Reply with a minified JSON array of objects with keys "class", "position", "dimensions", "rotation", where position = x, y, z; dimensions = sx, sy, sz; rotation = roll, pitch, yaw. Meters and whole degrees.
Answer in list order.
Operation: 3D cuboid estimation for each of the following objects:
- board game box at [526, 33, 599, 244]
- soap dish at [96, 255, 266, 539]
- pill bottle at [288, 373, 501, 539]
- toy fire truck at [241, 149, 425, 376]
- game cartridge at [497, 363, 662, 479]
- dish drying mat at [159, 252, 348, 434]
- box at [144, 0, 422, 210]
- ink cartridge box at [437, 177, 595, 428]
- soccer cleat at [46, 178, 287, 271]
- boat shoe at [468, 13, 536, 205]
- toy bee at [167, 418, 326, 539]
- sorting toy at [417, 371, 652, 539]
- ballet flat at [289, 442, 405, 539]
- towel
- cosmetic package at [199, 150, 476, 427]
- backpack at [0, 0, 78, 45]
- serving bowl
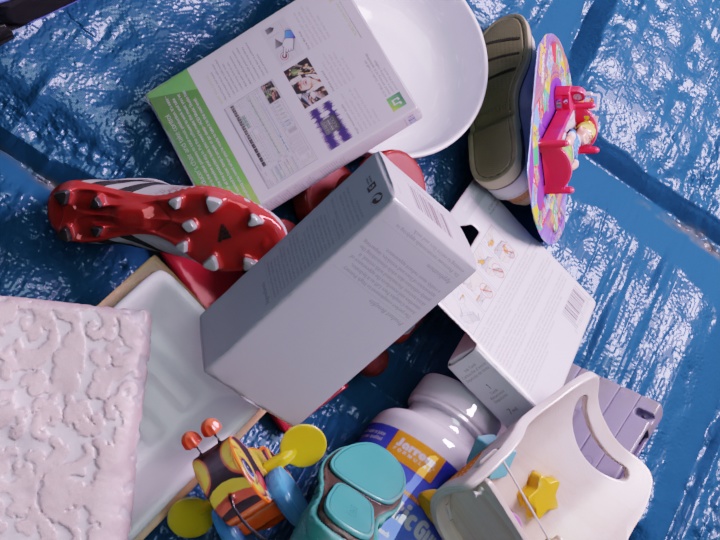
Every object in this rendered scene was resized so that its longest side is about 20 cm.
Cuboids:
[{"class":"board game box","position":[0.200,-0.126,1.055],"dimensions":[0.039,0.158,0.201],"rotation":[1,77,23]},{"class":"soap dish","position":[-0.186,0.112,0.891],"dimensions":[0.157,0.081,0.200],"rotation":[47,67,-6]},{"class":"pill bottle","position":[0.035,0.189,0.945],"dimensions":[0.112,0.112,0.200],"rotation":[40,69,-9]},{"class":"toy fire truck","position":[0.000,0.000,0.973],"dimensions":[0.200,0.112,0.168],"rotation":[-50,118,-32]},{"class":"game cartridge","position":[0.168,0.177,1.002],"dimensions":[0.200,0.129,0.038],"rotation":[-51,142,-22]},{"class":"dish drying mat","position":[-0.094,0.041,0.976],"dimensions":[0.077,0.018,0.200],"rotation":[-35,94,-25]},{"class":"box","position":[-0.067,-0.141,0.951],"dimensions":[0.200,0.036,0.145],"rotation":[-30,76,4]},{"class":"ink cartridge box","position":[0.123,0.027,1.000],"dimensions":[0.174,0.044,0.200],"rotation":[45,37,-5]},{"class":"soccer cleat","position":[-0.154,-0.044,0.907],"dimensions":[0.199,0.085,0.069],"rotation":[6,108,5]},{"class":"boat shoe","position":[0.145,-0.156,1.085],"dimensions":[0.068,0.075,0.201],"rotation":[36,53,-44]},{"class":"toy bee","position":[-0.084,0.155,0.834],"dimensions":[0.131,0.200,0.109],"rotation":[-31,89,-19]},{"class":"sorting toy","position":[0.159,0.181,0.893],"dimensions":[0.180,0.107,0.200],"rotation":[-40,110,-25]},{"class":"ballet flat","position":[-0.015,0.180,0.807],"dimensions":[0.067,0.200,0.070],"rotation":[35,100,4]},{"class":"towel","position":[-0.254,0.116,0.803],"dimensions":[0.190,0.032,0.201],"rotation":[9,78,-18]},{"class":"cosmetic package","position":[-0.020,0.018,0.842],"dimensions":[0.200,0.074,0.102],"rotation":[-40,124,17]},{"class":"backpack","position":[-0.290,-0.320,0.905],"dimensions":[0.183,0.147,0.200],"rotation":[-35,90,-26]},{"class":"serving bowl","position":[0.017,-0.193,1.041],"dimensions":[0.199,0.066,0.201],"rotation":[5,77,-20]}]
